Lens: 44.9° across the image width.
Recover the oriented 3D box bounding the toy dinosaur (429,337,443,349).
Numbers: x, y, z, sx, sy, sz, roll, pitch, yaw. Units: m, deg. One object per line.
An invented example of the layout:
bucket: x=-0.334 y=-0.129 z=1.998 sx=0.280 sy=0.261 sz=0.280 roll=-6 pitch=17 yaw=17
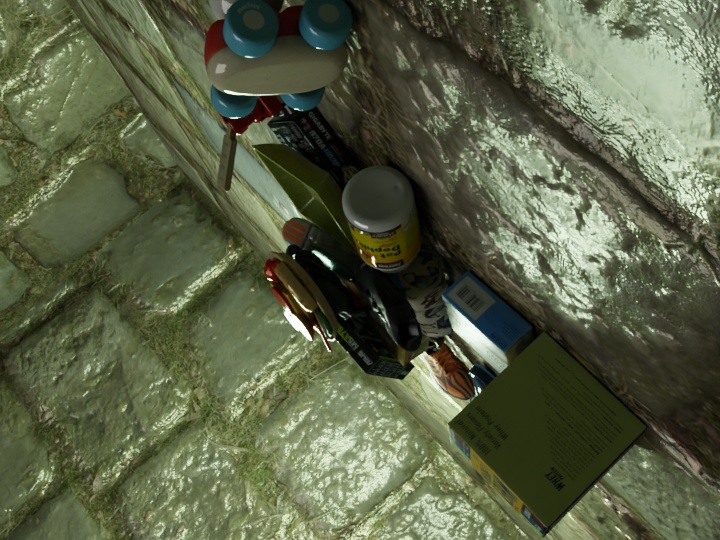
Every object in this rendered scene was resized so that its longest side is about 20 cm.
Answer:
toy dinosaur: x=0.117 y=0.094 z=1.694 sx=0.102 sy=0.077 sz=0.200 roll=20 pitch=171 yaw=26

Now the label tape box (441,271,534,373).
label tape box: x=0.213 y=0.107 z=1.409 sx=0.143 sy=0.066 sz=0.200 roll=43 pitch=167 yaw=30

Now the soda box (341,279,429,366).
soda box: x=0.046 y=0.083 z=1.662 sx=0.200 sy=0.064 sz=0.068 roll=46 pitch=154 yaw=28

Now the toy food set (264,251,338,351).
toy food set: x=-0.107 y=0.053 z=1.546 sx=0.200 sy=0.049 sz=0.199 roll=27 pitch=150 yaw=59

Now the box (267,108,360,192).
box: x=-0.080 y=-0.211 z=1.536 sx=0.159 sy=0.046 sz=0.200 roll=52 pitch=170 yaw=-18

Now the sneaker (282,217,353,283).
sneaker: x=-0.049 y=-0.044 z=1.670 sx=0.199 sy=0.078 sz=0.112 roll=33 pitch=-170 yaw=10

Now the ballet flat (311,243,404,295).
ballet flat: x=0.000 y=0.000 z=1.581 sx=0.200 sy=0.064 sz=0.067 roll=40 pitch=162 yaw=-14

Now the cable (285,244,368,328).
cable: x=-0.058 y=0.023 z=1.589 sx=0.200 sy=0.051 sz=0.163 roll=42 pitch=-178 yaw=10

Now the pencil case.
pencil case: x=0.124 y=0.041 z=1.519 sx=0.200 sy=0.089 sz=0.078 roll=64 pitch=-170 yaw=-56

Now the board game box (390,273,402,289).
board game box: x=0.014 y=-0.060 z=1.674 sx=0.196 sy=0.056 sz=0.200 roll=36 pitch=164 yaw=51

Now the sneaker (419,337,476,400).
sneaker: x=0.169 y=0.187 z=1.839 sx=0.200 sy=0.078 sz=0.112 roll=46 pitch=171 yaw=17

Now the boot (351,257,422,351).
boot: x=0.062 y=0.075 z=1.460 sx=0.165 sy=0.066 sz=0.200 roll=53 pitch=177 yaw=-29

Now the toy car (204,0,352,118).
toy car: x=-0.117 y=-0.323 z=1.074 sx=0.184 sy=0.176 sz=0.202 roll=130 pitch=128 yaw=-68

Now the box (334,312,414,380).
box: x=0.000 y=0.127 z=1.692 sx=0.193 sy=0.048 sz=0.200 roll=48 pitch=-170 yaw=22

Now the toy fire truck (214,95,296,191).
toy fire truck: x=-0.196 y=-0.247 z=1.453 sx=0.129 sy=0.200 sz=0.176 roll=52 pitch=170 yaw=-19

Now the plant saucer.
plant saucer: x=-0.078 y=-0.134 z=1.516 sx=0.199 sy=0.048 sz=0.200 roll=37 pitch=168 yaw=40

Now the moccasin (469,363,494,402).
moccasin: x=0.278 y=0.280 z=1.779 sx=0.200 sy=0.068 sz=0.080 roll=52 pitch=170 yaw=-19

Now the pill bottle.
pill bottle: x=0.038 y=-0.070 z=1.362 sx=0.109 sy=0.109 sz=0.200 roll=44 pitch=170 yaw=24

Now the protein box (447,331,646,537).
protein box: x=0.267 y=0.242 z=1.277 sx=0.199 sy=0.200 sz=0.135 roll=45 pitch=170 yaw=22
